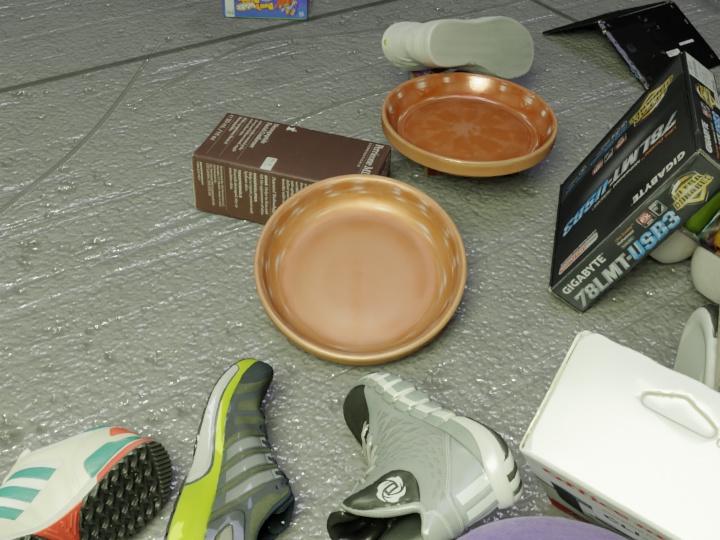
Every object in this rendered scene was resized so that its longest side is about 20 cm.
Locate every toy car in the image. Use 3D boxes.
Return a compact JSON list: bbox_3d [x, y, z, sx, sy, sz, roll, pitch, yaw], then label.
[{"bbox_3d":[0.384,-0.061,0.867,0.148,0.177,0.200,16,21,-46],"label":"toy car"}]

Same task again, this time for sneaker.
[{"bbox_3d":[0.011,0.138,0.600,0.114,0.076,0.199,-32,19,-23],"label":"sneaker"},{"bbox_3d":[0.119,-0.282,1.076,0.197,0.075,0.115,-3,14,-39],"label":"sneaker"},{"bbox_3d":[-0.085,0.151,0.626,0.079,0.075,0.202,13,45,-3],"label":"sneaker"},{"bbox_3d":[-0.229,0.174,0.590,0.092,0.072,0.199,14,38,42],"label":"sneaker"}]

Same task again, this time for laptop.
[{"bbox_3d":[0.411,-0.341,1.314,0.175,0.104,0.202,-22,71,-28],"label":"laptop"}]

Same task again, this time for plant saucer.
[{"bbox_3d":[0.120,-0.162,0.963,0.195,0.033,0.202,2,39,-2],"label":"plant saucer"},{"bbox_3d":[0.000,0.000,0.798,0.195,0.038,0.204,0,58,0],"label":"plant saucer"}]

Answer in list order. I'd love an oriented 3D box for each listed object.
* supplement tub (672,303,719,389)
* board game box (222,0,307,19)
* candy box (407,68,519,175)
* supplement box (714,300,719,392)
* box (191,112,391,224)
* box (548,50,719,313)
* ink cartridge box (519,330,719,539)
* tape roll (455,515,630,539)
[{"bbox_3d":[0.353,0.101,0.668,0.195,0.124,0.124,10,38,7],"label":"supplement tub"},{"bbox_3d":[-0.150,-0.473,1.405,0.131,0.045,0.202,2,39,-2],"label":"board game box"},{"bbox_3d":[0.126,-0.194,1.071,0.114,0.057,0.202,-1,40,-5],"label":"candy box"},{"bbox_3d":[0.319,0.034,0.594,0.123,0.074,0.203,14,55,11],"label":"supplement box"},{"bbox_3d":[-0.073,-0.100,0.926,0.196,0.076,0.101,13,39,9],"label":"box"},{"bbox_3d":[0.267,-0.087,0.840,0.049,0.201,0.200,32,40,-8],"label":"box"},{"bbox_3d":[0.191,0.133,0.546,0.143,0.200,0.085,27,77,27],"label":"ink cartridge box"},{"bbox_3d":[0.113,0.251,0.494,0.195,0.086,0.202,3,38,-2],"label":"tape roll"}]
